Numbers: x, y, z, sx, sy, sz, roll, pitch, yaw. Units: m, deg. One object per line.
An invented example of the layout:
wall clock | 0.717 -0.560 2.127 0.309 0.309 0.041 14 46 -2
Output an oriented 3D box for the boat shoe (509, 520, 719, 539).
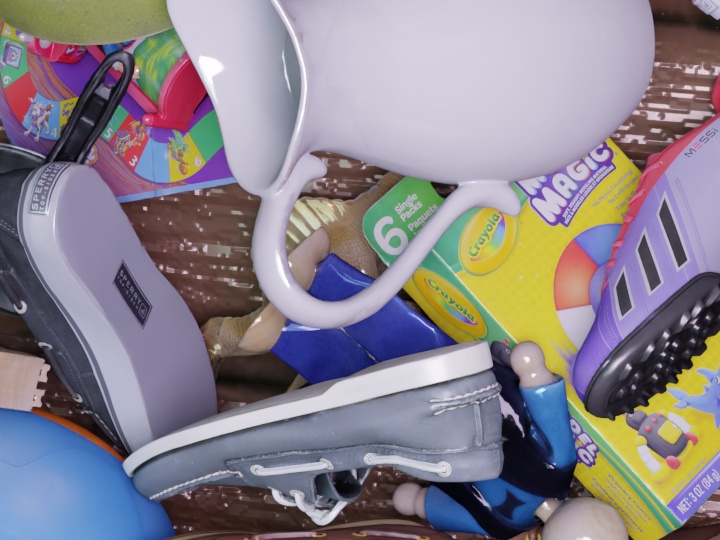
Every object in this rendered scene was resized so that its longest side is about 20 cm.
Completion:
boat shoe | 0.085 0.145 1.337 0.200 0.072 0.068 -15 95 13

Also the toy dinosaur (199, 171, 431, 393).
toy dinosaur | 0.000 0.000 1.347 0.101 0.058 0.200 46 101 3

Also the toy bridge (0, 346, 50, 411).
toy bridge | -0.218 0.035 1.359 0.200 0.067 0.027 13 90 41

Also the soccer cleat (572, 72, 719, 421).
soccer cleat | 0.143 -0.012 1.277 0.073 0.068 0.200 34 58 15

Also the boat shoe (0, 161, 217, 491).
boat shoe | -0.122 0.025 1.321 0.057 0.069 0.200 1 135 26

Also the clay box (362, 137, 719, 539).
clay box | 0.105 0.014 1.308 0.200 0.048 0.115 48 61 0

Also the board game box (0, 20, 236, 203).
board game box | -0.113 -0.113 1.313 0.200 0.039 0.158 -8 84 38

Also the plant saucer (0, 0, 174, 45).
plant saucer | -0.101 -0.193 1.292 0.200 0.031 0.200 -13 54 19

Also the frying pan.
frying pan | -0.136 -0.026 1.332 0.190 0.031 0.115 -23 123 42

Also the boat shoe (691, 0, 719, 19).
boat shoe | 0.210 -0.202 1.280 0.200 0.074 0.067 -44 91 12

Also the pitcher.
pitcher | 0.030 -0.069 1.234 0.200 0.121 0.172 -9 91 -32

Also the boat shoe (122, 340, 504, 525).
boat shoe | -0.022 0.082 1.250 0.200 0.073 0.062 -18 90 34

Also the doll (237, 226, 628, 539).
doll | 0.039 0.071 1.290 0.200 0.048 0.137 38 135 8

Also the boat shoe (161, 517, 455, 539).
boat shoe | -0.039 0.146 1.248 0.200 0.068 0.072 -9 88 -25

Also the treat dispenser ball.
treat dispenser ball | -0.179 0.160 1.322 0.201 0.201 0.201 1 97 9
